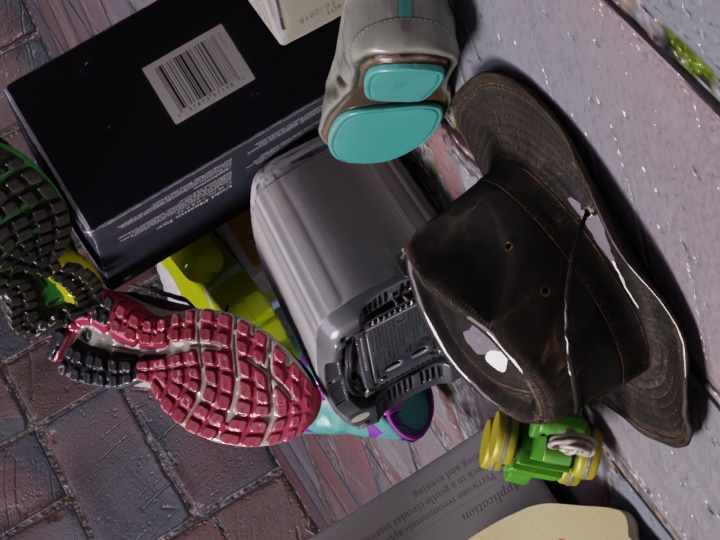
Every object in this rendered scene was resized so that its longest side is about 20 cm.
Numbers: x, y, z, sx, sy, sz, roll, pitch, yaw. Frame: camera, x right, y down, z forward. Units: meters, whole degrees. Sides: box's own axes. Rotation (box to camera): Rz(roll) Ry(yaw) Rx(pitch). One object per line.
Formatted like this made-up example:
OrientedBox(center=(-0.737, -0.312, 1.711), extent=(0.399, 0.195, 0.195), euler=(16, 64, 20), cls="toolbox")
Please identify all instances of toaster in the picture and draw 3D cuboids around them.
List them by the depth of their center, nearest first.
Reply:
OrientedBox(center=(0.000, 0.000, 1.042), extent=(0.130, 0.113, 0.200), euler=(58, 172, 26), cls="toaster")

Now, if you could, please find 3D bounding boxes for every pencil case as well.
OrientedBox(center=(-0.044, 0.090, 1.316), extent=(0.092, 0.199, 0.086), euler=(6, -96, -63), cls="pencil case")

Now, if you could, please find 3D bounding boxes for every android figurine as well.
OrientedBox(center=(-0.102, 0.022, 1.202), extent=(0.200, 0.041, 0.182), euler=(51, 167, 30), cls="android figurine")

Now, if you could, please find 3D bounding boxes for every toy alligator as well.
OrientedBox(center=(0.105, 0.084, 0.923), extent=(0.200, 0.059, 0.055), euler=(108, 172, -77), cls="toy alligator")

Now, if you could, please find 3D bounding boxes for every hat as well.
OrientedBox(center=(0.073, 0.013, 0.787), extent=(0.201, 0.081, 0.201), euler=(59, 171, 15), cls="hat")

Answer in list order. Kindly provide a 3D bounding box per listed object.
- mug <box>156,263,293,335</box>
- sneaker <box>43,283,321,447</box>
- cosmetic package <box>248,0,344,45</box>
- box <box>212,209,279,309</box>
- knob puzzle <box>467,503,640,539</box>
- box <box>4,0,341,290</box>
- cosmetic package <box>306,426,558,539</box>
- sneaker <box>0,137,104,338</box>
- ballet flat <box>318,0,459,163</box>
OrientedBox(center=(-0.097, -0.019, 1.462), extent=(0.176, 0.147, 0.200), euler=(64, -158, -14), cls="mug")
OrientedBox(center=(-0.107, 0.052, 1.070), extent=(0.199, 0.081, 0.075), euler=(20, -169, 29), cls="sneaker")
OrientedBox(center=(-0.066, -0.224, 0.856), extent=(0.200, 0.071, 0.105), euler=(55, 169, 33), cls="cosmetic package")
OrientedBox(center=(-0.068, -0.042, 1.266), extent=(0.102, 0.112, 0.200), euler=(57, 170, 7), cls="box")
OrientedBox(center=(0.114, 0.228, 0.983), extent=(0.030, 0.220, 0.220), euler=(18, -158, -39), cls="knob puzzle")
OrientedBox(center=(-0.104, -0.095, 1.044), extent=(0.105, 0.199, 0.182), euler=(57, 169, 8), cls="box")
OrientedBox(center=(0.084, 0.243, 1.129), extent=(0.201, 0.164, 0.165), euler=(57, 174, 22), cls="cosmetic package")
OrientedBox(center=(-0.212, -0.030, 0.964), extent=(0.085, 0.078, 0.200), euler=(57, 170, 20), cls="sneaker")
OrientedBox(center=(0.016, -0.107, 0.849), extent=(0.200, 0.067, 0.064), euler=(122, 146, -78), cls="ballet flat")
